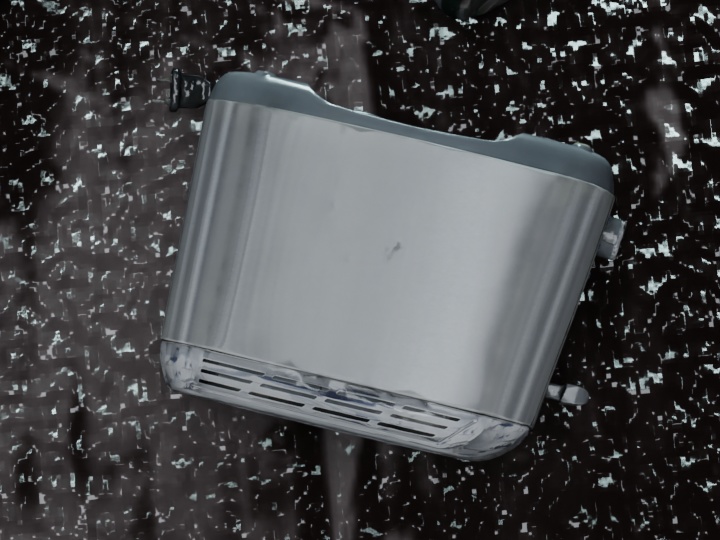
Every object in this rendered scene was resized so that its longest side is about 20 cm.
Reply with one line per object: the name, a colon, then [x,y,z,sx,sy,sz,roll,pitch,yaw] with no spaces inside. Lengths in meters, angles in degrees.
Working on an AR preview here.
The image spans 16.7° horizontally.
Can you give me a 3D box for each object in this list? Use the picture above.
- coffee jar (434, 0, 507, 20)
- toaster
coffee jar: [0.022,-0.211,1.021,0.104,0.085,0.200,-35,83,0]
toaster: [0.000,0.000,0.980,0.199,0.114,0.130,13,85,3]
